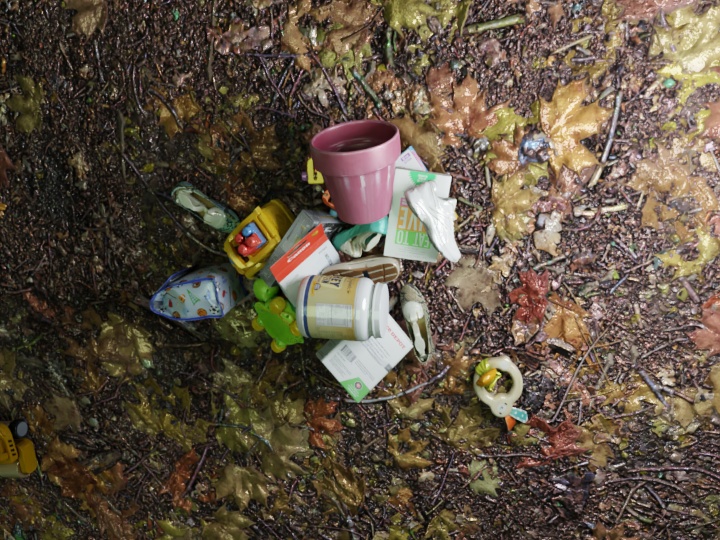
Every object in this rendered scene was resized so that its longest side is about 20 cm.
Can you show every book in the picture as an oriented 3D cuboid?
[{"bbox_3d":[0.131,-0.129,1.449,0.130,0.048,0.205,8,107,4],"label":"book"}]

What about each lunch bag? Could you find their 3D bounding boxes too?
[{"bbox_3d":[-0.419,0.053,1.595,0.195,0.170,0.127,-9,101,15],"label":"lunch bag"}]

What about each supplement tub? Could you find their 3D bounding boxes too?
[{"bbox_3d":[-0.039,0.087,1.434,0.194,0.145,0.149,3,107,12],"label":"supplement tub"}]

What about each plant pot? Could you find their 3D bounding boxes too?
[{"bbox_3d":[-0.002,-0.213,1.376,0.194,0.202,0.183,-2,122,13],"label":"plant pot"}]

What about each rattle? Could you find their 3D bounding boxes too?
[{"bbox_3d":[0.353,0.323,1.526,0.127,0.143,0.205,-16,97,-3],"label":"rattle"}]

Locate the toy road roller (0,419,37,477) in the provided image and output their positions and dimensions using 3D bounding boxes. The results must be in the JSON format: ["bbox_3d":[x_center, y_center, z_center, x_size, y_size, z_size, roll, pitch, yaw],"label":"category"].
[{"bbox_3d":[-1.099,0.560,1.902,0.119,0.146,0.206,-4,105,13],"label":"toy road roller"}]

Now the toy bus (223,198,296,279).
[{"bbox_3d":[-0.262,-0.063,1.509,0.199,0.192,0.137,-39,89,21],"label":"toy bus"}]

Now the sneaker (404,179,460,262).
[{"bbox_3d":[0.184,-0.113,1.393,0.098,0.078,0.202,-33,108,3],"label":"sneaker"}]

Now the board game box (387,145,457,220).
[{"bbox_3d":[0.116,-0.167,1.483,0.151,0.040,0.202,-33,97,19],"label":"board game box"}]

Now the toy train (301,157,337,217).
[{"bbox_3d":[-0.056,-0.242,1.492,0.147,0.056,0.204,25,108,-1],"label":"toy train"}]

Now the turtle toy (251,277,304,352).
[{"bbox_3d":[-0.208,0.105,1.599,0.201,0.101,0.145,49,134,-3],"label":"turtle toy"}]

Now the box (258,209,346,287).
[{"bbox_3d":[-0.139,-0.054,1.507,0.048,0.157,0.201,43,110,17],"label":"box"}]

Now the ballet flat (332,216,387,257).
[{"bbox_3d":[-0.005,-0.073,1.480,0.199,0.066,0.072,-32,55,46],"label":"ballet flat"}]

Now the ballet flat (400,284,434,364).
[{"bbox_3d":[0.143,0.138,1.547,0.066,0.075,0.205,-11,103,16],"label":"ballet flat"}]

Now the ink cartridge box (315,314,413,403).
[{"bbox_3d":[0.011,0.197,1.540,0.199,0.084,0.147,-42,104,-8],"label":"ink cartridge box"}]

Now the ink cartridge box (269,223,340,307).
[{"bbox_3d":[-0.125,-0.009,1.472,0.159,0.201,0.047,-41,73,-10],"label":"ink cartridge box"}]

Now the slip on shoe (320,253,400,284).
[{"bbox_3d":[0.000,0.000,1.498,0.195,0.061,0.077,-13,119,15],"label":"slip on shoe"}]

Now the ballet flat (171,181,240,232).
[{"bbox_3d":[-0.399,-0.153,1.585,0.197,0.074,0.075,31,110,2],"label":"ballet flat"}]
